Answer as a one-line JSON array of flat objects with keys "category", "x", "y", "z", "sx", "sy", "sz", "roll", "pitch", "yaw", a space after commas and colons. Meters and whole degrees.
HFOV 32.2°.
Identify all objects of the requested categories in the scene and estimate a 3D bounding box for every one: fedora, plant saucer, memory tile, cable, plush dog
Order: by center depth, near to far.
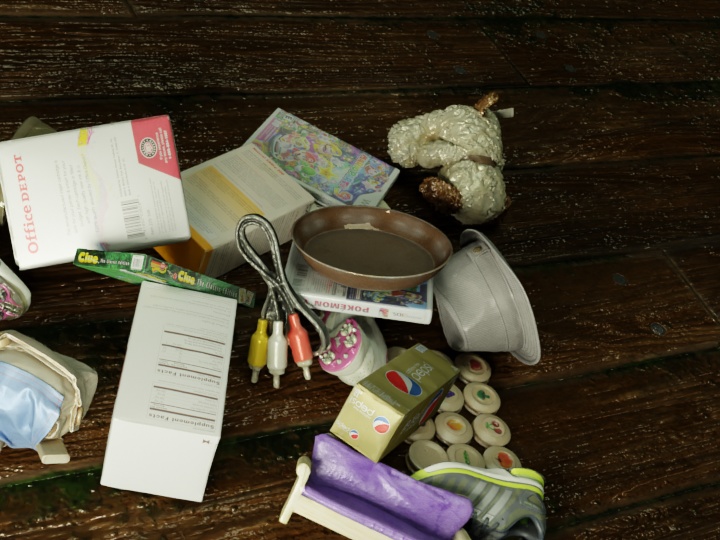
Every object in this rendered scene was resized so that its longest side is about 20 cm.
[{"category": "cable", "x": -0.091, "y": 0.034, "z": 1.425, "sx": 0.097, "sy": 0.201, "sz": 0.050, "roll": -5, "pitch": 18, "yaw": 9}, {"category": "memory tile", "x": 0.108, "y": 0.172, "z": 1.514, "sx": 0.152, "sy": 0.017, "sz": 0.201, "roll": 6, "pitch": 43, "yaw": -20}, {"category": "plant saucer", "x": 0.013, "y": -0.025, "z": 1.530, "sx": 0.199, "sy": 0.035, "sz": 0.201, "roll": 6, "pitch": 26, "yaw": -3}, {"category": "fedora", "x": 0.143, "y": 0.045, "z": 1.580, "sx": 0.090, "sy": 0.178, "sz": 0.200, "roll": -21, "pitch": 39, "yaw": -7}, {"category": "plush dog", "x": 0.157, "y": -0.147, "z": 1.786, "sx": 0.199, "sy": 0.160, "sz": 0.173, "roll": 8, "pitch": 64, "yaw": -38}]

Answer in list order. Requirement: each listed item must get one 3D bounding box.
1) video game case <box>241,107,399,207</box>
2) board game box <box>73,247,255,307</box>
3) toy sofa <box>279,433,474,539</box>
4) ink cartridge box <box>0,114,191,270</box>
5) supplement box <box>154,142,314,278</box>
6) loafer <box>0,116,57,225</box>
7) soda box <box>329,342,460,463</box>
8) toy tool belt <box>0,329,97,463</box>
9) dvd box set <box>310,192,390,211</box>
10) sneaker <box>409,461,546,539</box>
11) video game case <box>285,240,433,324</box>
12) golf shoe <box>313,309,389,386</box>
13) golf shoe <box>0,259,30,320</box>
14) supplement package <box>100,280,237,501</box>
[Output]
[{"category": "video game case", "x": -0.057, "y": -0.147, "z": 1.733, "sx": 0.199, "sy": 0.018, "sz": 0.143, "roll": 28, "pitch": 38, "yaw": 5}, {"category": "board game box", "x": -0.216, "y": 0.010, "z": 1.405, "sx": 0.104, "sy": 0.024, "sz": 0.200, "roll": 8, "pitch": -8, "yaw": 32}, {"category": "toy sofa", "x": 0.021, "y": 0.251, "z": 1.298, "sx": 0.199, "sy": 0.098, "sz": 0.083, "roll": 25, "pitch": -2, "yaw": 0}, {"category": "ink cartridge box", "x": -0.305, "y": -0.090, "z": 1.442, "sx": 0.199, "sy": 0.086, "sz": 0.149, "roll": -10, "pitch": 92, "yaw": -8}, {"category": "supplement box", "x": -0.174, "y": -0.073, "z": 1.595, "sx": 0.126, "sy": 0.074, "sz": 0.200, "roll": 42, "pitch": 44, "yaw": 20}, {"category": "loafer", "x": -0.410, "y": -0.123, "z": 1.530, "sx": 0.067, "sy": 0.076, "sz": 0.200, "roll": 15, "pitch": 40, "yaw": -1}, {"category": "soda box", "x": 0.042, "y": 0.144, "z": 1.396, "sx": 0.064, "sy": 0.068, "sz": 0.200, "roll": 34, "pitch": 20, "yaw": 14}, {"category": "toy tool belt", "x": -0.371, "y": 0.125, "z": 1.243, "sx": 0.199, "sy": 0.125, "sz": 0.123, "roll": 19, "pitch": 31, "yaw": -6}, {"category": "dvd box set", "x": -0.034, "y": -0.087, "z": 1.715, "sx": 0.146, "sy": 0.029, "sz": 0.200, "roll": -13, "pitch": 51, "yaw": -37}, {"category": "sneaker", "x": 0.125, "y": 0.263, "z": 1.381, "sx": 0.199, "sy": 0.074, "sz": 0.081, "roll": 3, "pitch": 48, "yaw": -21}, {"category": "video game case", "x": 0.000, "y": 0.000, "z": 1.541, "sx": 0.181, "sy": 0.023, "sz": 0.200, "roll": 8, "pitch": 26, "yaw": 1}, {"category": "golf shoe", "x": -0.008, "y": 0.079, "z": 1.530, "sx": 0.092, "sy": 0.075, "sz": 0.200, "roll": 45, "pitch": 23, "yaw": -27}, {"category": "golf shoe", "x": -0.439, "y": -0.022, "z": 1.407, "sx": 0.200, "sy": 0.073, "sz": 0.092, "roll": 35, "pitch": 39, "yaw": 13}, {"category": "supplement package", "x": -0.201, "y": 0.126, "z": 1.329, "sx": 0.109, "sy": 0.114, "sz": 0.201, "roll": 12, "pitch": 41, "yaw": -9}]
